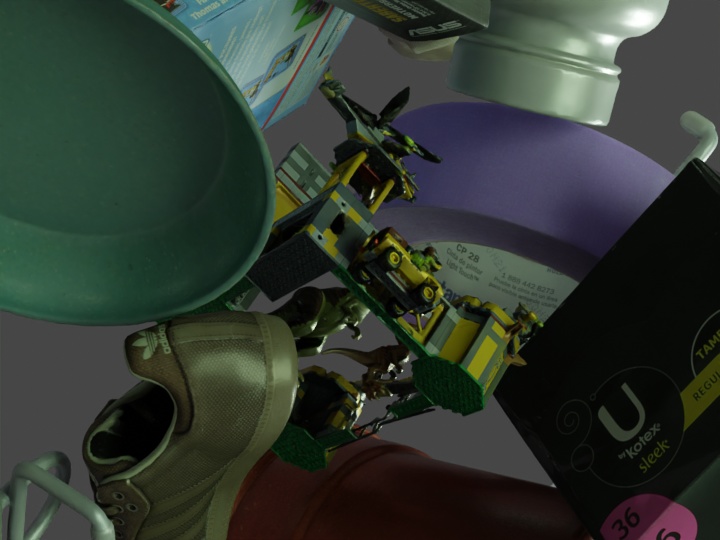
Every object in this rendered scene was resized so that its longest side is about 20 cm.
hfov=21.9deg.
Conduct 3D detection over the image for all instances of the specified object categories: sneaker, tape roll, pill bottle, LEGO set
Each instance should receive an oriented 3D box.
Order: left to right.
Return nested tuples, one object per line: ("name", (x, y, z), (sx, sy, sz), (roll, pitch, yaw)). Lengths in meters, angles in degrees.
("sneaker", (-0.093, 0.088, 0.827), (0.075, 0.201, 0.071), (5, 43, -24))
("LEGO set", (0.000, 0.000, 0.891), (0.154, 0.200, 0.116), (40, 55, -8))
("tape roll", (0.090, -0.005, 0.986), (0.200, 0.199, 0.066), (45, 59, -42))
("pill bottle", (0.102, -0.175, 0.882), (0.111, 0.111, 0.201), (3, 104, -51))

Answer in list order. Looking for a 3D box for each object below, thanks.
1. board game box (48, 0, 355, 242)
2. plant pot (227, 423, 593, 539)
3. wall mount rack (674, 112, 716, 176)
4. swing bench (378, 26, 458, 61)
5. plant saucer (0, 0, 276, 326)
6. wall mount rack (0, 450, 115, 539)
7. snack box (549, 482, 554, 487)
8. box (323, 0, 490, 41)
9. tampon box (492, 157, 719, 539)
("board game box", (-0.066, -0.094, 0.842), (0.037, 0.151, 0.200), (42, 46, 8))
("plant pot", (0.049, 0.184, 0.949), (0.200, 0.194, 0.202), (-4, 95, -50))
("wall mount rack", (0.138, -0.057, 1.064), (0.075, 0.173, 0.200), (-51, 141, -12))
("swing bench", (0.042, -0.243, 0.972), (0.199, 0.129, 0.201), (37, 64, -46))
("plant saucer", (-0.127, -0.057, 0.727), (0.200, 0.199, 0.036), (55, 34, -37))
("wall mount rack", (-0.165, 0.179, 0.786), (0.200, 0.074, 0.174), (-46, 159, -39))
("snack box", (0.098, 0.215, 1.147), (0.200, 0.024, 0.072), (-48, 128, -39))
("box", (0.001, -0.216, 0.786), (0.158, 0.048, 0.201), (17, 75, -47))
("tampon box", (0.193, 0.070, 0.881), (0.200, 0.126, 0.150), (27, 110, -43))
